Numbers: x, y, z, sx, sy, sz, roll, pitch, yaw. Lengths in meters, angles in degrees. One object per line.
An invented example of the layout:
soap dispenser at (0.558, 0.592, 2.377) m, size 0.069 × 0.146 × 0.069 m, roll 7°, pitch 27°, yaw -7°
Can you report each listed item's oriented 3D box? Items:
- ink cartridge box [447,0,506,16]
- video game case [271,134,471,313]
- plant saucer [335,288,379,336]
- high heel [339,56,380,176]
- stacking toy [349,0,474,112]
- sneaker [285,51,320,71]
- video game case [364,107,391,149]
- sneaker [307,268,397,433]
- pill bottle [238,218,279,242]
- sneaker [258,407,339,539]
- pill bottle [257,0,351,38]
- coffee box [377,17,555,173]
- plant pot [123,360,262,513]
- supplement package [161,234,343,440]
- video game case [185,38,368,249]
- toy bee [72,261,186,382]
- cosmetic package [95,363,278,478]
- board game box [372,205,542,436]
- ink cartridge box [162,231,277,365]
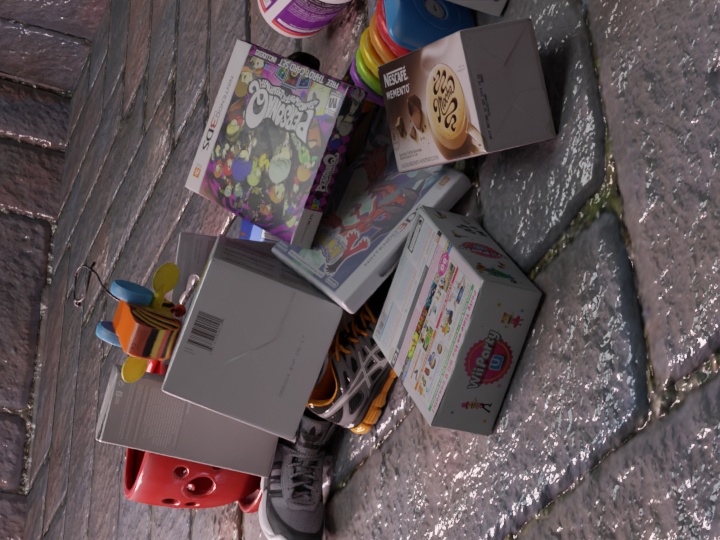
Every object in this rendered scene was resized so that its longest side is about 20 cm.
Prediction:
ink cartridge box at (0.092, -0.329, 1.476) m, size 0.200 × 0.115 × 0.068 m, roll -110°, pitch 38°, yaw -57°
video game case at (0.007, -0.055, 1.511) m, size 0.182 × 0.023 × 0.200 m, roll -47°, pitch 30°, yaw -5°
plant saucer at (0.000, 0.000, 1.633) m, size 0.200 × 0.036 × 0.202 m, roll -168°, pitch 90°, yaw -69°
high heel at (-0.017, -0.158, 1.646) m, size 0.143 × 0.071 × 0.201 m, roll 139°, pitch 148°, yaw -62°
stacking toy at (0.029, -0.222, 1.559) m, size 0.200 × 0.109 × 0.117 m, roll -46°, pitch 38°, yaw 42°
sneaker at (-0.073, -0.165, 1.617) m, size 0.087 × 0.073 × 0.201 m, roll -45°, pitch 41°, yaw 52°
video game case at (0.042, -0.199, 1.664) m, size 0.182 × 0.022 × 0.202 m, roll 174°, pitch 108°, yaw -68°
sneaker at (0.004, 0.083, 1.515) m, size 0.078 × 0.077 × 0.201 m, roll -119°, pitch 47°, yaw -63°
pill bottle at (-0.098, -0.045, 1.807) m, size 0.112 × 0.111 × 0.202 m, roll -171°, pitch 94°, yaw -69°
sneaker at (-0.067, 0.225, 1.614) m, size 0.201 × 0.075 × 0.114 m, roll -103°, pitch 30°, yaw -54°
pill bottle at (-0.058, -0.395, 1.915) m, size 0.200 × 0.112 × 0.113 m, roll 154°, pitch 126°, yaw -64°
coffee box at (0.097, -0.164, 1.367) m, size 0.200 × 0.079 × 0.114 m, roll 177°, pitch 80°, yaw -68°
plant pot at (-0.189, 0.202, 1.788) m, size 0.200 × 0.181 × 0.202 m, roll -168°, pitch 90°, yaw -72°
supplement package at (-0.116, 0.067, 1.552) m, size 0.200 × 0.150 × 0.153 m, roll -111°, pitch 43°, yaw -81°
video game case at (-0.096, -0.142, 1.563) m, size 0.199 × 0.036 × 0.182 m, roll 29°, pitch 102°, yaw 41°
toy bee at (-0.231, 0.044, 1.557) m, size 0.131 × 0.108 × 0.201 m, roll -57°, pitch 36°, yaw 27°
cosmetic package at (-0.195, 0.171, 1.625) m, size 0.107 × 0.199 × 0.091 m, roll -178°, pitch 104°, yaw -80°
board game box at (0.086, 0.043, 1.345) m, size 0.200 × 0.064 × 0.148 m, roll -122°, pitch 48°, yaw -64°
ink cartridge box at (-0.137, 0.042, 1.711) m, size 0.047 × 0.199 × 0.161 m, roll -168°, pitch 85°, yaw -67°
